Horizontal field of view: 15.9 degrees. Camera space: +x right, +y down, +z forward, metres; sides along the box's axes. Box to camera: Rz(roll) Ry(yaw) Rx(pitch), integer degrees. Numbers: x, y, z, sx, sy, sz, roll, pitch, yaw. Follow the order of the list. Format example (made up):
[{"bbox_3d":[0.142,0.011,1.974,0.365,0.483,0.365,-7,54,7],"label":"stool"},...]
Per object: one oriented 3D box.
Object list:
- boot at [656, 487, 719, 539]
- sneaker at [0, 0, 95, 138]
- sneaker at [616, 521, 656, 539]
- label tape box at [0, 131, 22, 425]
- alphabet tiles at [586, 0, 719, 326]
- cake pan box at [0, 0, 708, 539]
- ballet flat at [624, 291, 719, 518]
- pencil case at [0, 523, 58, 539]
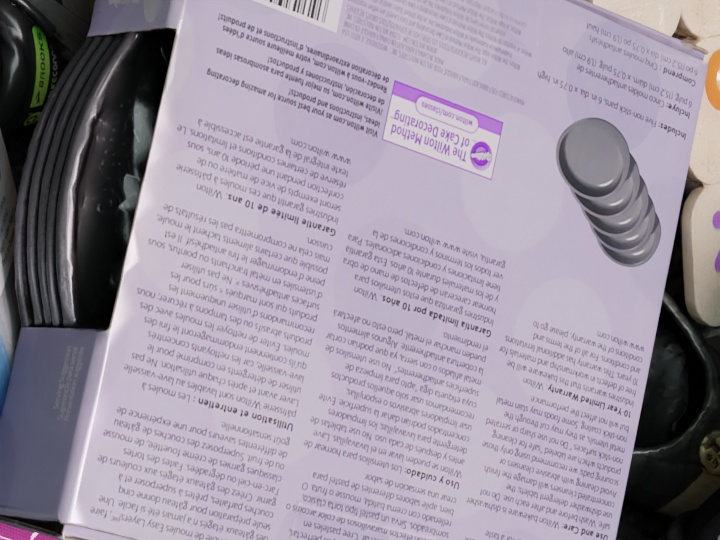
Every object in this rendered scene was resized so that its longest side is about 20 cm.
[{"bbox_3d":[0.199,0.055,0.822,0.199,0.168,0.077,-2,53,-50],"label":"boot"},{"bbox_3d":[-0.093,-0.062,0.763,0.198,0.083,0.071,4,122,-20],"label":"sneaker"},{"bbox_3d":[0.100,0.132,0.870,0.199,0.070,0.081,23,103,-25],"label":"sneaker"},{"bbox_3d":[-0.172,-0.036,0.686,0.142,0.066,0.201,-9,113,4],"label":"label tape box"},{"bbox_3d":[0.147,-0.087,0.883,0.199,0.015,0.197,-14,106,-37],"label":"alphabet tiles"},{"bbox_3d":[0.000,0.000,0.718,0.199,0.052,0.186,16,79,-36],"label":"cake pan box"},{"bbox_3d":[0.071,0.014,0.855,0.200,0.057,0.067,47,72,-17],"label":"ballet flat"},{"bbox_3d":[-0.054,0.038,0.788,0.200,0.088,0.089,-38,103,-18],"label":"pencil case"}]
